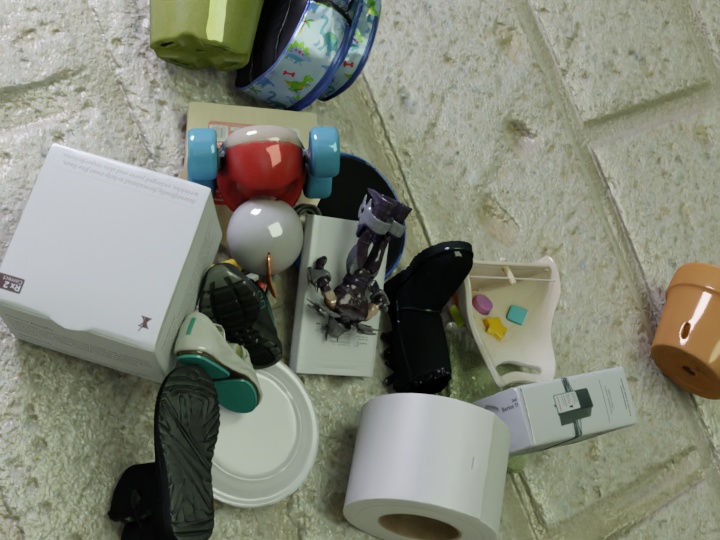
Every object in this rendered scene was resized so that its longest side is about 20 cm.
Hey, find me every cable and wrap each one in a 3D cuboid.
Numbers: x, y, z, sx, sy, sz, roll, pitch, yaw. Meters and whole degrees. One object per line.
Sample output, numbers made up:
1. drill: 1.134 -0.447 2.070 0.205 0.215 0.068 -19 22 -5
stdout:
1. cable: -0.114 -0.003 1.729 0.199 0.050 0.098 -36 103 -18

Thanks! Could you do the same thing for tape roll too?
1. tape roll: 0.085 0.259 1.716 0.201 0.202 0.141 25 61 -26

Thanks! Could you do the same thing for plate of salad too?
1. plate of salad: -0.145 0.194 1.670 0.197 0.048 0.203 10 65 -23

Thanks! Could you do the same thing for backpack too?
1. backpack: -0.068 -0.310 1.814 0.146 0.182 0.202 30 63 -23

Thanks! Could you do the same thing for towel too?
1. towel: 0.174 0.180 1.912 0.147 0.036 0.203 11 68 -32

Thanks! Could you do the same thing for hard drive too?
1. hard drive: -0.027 0.035 1.775 0.131 0.027 0.203 6 91 -39

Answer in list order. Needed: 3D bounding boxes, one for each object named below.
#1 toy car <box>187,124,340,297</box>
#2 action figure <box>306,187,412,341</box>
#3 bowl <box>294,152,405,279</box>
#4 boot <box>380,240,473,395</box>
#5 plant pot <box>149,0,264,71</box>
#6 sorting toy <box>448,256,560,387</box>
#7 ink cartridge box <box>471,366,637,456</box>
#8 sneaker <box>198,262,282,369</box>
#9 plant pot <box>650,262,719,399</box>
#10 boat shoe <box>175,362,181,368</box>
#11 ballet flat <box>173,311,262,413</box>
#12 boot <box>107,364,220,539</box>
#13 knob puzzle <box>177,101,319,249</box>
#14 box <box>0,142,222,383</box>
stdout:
1. toy car: -0.119 -0.062 1.657 0.181 0.177 0.203 -1 77 -8
2. action figure: 0.000 0.000 1.736 0.129 0.069 0.202 22 94 -45
3. bowl: -0.021 -0.067 1.854 0.198 0.039 0.204 13 68 -32
4. boot: 0.094 0.069 1.797 0.072 0.198 0.165 8 63 -30
5. plant pot: -0.197 -0.364 1.750 0.198 0.199 0.187 12 78 -32
6. sorting toy: 0.200 0.077 1.891 0.198 0.107 0.182 3 59 -40
7. ink cartridge box: 0.254 0.199 1.847 0.198 0.146 0.084 -6 76 -34
8. sneaker: -0.148 0.042 1.617 0.074 0.201 0.080 -14 56 3
9. plant pot: 0.546 0.105 2.122 0.200 0.200 0.141 44 71 -15
10. boat shoe: -0.258 0.035 1.636 0.201 0.075 0.072 53 14 4
11. ballet flat: -0.158 0.104 1.569 0.200 0.068 0.070 57 36 -60
12. boot: -0.226 0.217 1.524 0.076 0.167 0.203 4 76 -34
13. knob puzzle: -0.144 -0.111 1.772 0.216 0.030 0.223 2 83 -18
14. box: -0.281 -0.006 1.524 0.196 0.131 0.202 16 70 5
